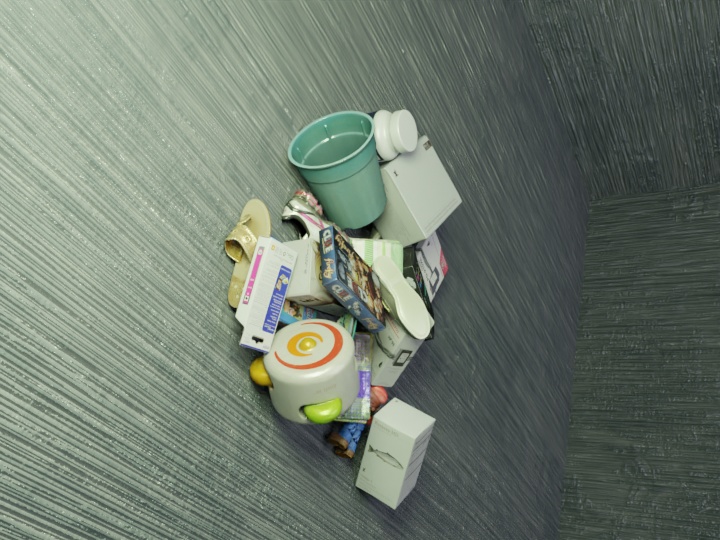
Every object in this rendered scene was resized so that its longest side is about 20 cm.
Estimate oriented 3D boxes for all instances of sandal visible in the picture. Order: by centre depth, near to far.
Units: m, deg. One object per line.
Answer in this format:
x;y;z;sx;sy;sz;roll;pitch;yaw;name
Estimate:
-0.222;-0.039;1.278;0.069;0.076;0.217;26;69;-61;sandal

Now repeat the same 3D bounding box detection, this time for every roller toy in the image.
-0.097;0.189;1.336;0.182;0.197;0.142;-45;139;-43;roller toy

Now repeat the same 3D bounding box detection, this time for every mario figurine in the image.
-0.015;0.329;1.594;0.201;0.105;0.124;-56;175;-34;mario figurine

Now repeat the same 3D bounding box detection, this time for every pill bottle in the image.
0.027;-0.309;1.607;0.115;0.197;0.119;12;75;-57;pill bottle

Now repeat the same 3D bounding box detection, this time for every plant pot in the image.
-0.034;-0.212;1.518;0.202;0.196;0.198;-66;145;-38;plant pot

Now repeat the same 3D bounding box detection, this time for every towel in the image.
-0.037;0.232;1.529;0.141;0.023;0.205;11;73;-23;towel
0.000;0.000;1.560;0.023;0.195;0.156;129;-36;-75;towel

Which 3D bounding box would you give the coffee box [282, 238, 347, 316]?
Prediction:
-0.078;0.019;1.418;0.199;0.078;0.116;27;62;-56;coffee box

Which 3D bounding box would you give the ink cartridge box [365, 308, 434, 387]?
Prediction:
0.075;0.155;1.582;0.066;0.202;0.116;12;31;-35;ink cartridge box

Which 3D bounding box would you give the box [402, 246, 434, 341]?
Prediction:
0.089;0.069;1.682;0.125;0.146;0.203;-77;150;-65;box

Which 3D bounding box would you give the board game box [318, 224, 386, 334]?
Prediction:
-0.015;0.021;1.376;0.200;0.034;0.138;47;28;-46;board game box

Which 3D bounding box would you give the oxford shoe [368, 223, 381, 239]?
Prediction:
0.051;-0.129;1.766;0.057;0.075;0.202;30;59;-2;oxford shoe

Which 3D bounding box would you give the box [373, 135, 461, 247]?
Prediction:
0.119;-0.192;1.703;0.199;0.130;0.202;-42;106;-41;box

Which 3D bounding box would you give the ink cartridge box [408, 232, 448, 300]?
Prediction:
0.159;-0.003;1.892;0.201;0.083;0.147;-56;131;-46;ink cartridge box

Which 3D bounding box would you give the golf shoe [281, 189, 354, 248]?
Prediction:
-0.094;-0.074;1.487;0.200;0.072;0.093;47;59;-20;golf shoe

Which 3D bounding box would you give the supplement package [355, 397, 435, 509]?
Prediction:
0.081;0.426;1.607;0.117;0.115;0.204;-23;131;-57;supplement package

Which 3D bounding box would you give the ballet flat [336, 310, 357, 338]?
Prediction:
-0.044;0.159;1.444;0.074;0.073;0.204;-40;143;-53;ballet flat

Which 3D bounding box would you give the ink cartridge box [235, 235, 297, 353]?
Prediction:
-0.179;0.046;1.277;0.094;0.036;0.204;30;71;-58;ink cartridge box

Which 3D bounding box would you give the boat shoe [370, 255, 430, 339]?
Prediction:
0.083;0.065;1.509;0.071;0.060;0.204;-25;78;-31;boat shoe

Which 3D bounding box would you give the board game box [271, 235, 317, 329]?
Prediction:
-0.156;0.036;1.405;0.199;0.044;0.155;36;55;-51;board game box
